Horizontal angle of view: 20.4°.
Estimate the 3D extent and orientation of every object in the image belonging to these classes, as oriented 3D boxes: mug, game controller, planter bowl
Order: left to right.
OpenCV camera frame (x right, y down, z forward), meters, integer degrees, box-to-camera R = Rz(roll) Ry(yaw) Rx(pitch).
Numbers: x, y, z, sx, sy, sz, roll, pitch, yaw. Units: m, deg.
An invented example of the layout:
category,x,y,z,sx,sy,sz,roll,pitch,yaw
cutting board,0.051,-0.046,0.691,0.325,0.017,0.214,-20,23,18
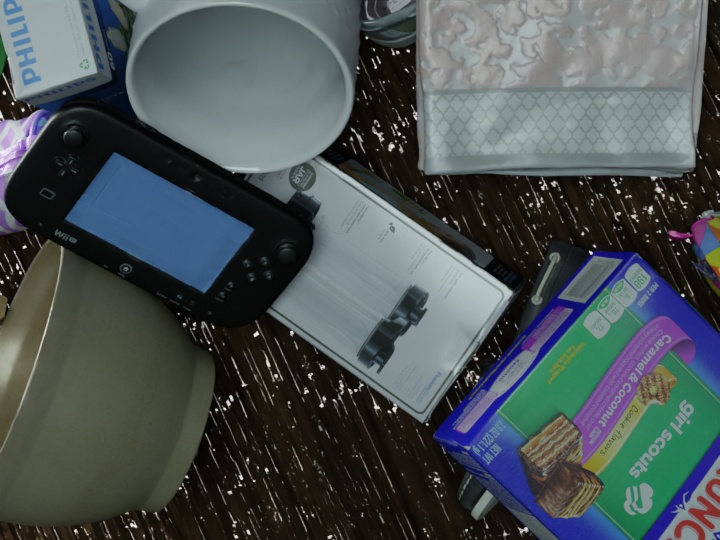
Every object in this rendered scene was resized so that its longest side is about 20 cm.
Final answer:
category,x,y,z,sx,sy,sz,roll,pitch,yaw
planter bowl,-0.182,0.090,1.383,0.135,0.200,0.200,20,94,-17
game controller,-0.132,-0.035,1.323,0.200,0.042,0.104,29,109,-22
mug,-0.093,-0.188,1.324,0.200,0.175,0.148,27,132,-22

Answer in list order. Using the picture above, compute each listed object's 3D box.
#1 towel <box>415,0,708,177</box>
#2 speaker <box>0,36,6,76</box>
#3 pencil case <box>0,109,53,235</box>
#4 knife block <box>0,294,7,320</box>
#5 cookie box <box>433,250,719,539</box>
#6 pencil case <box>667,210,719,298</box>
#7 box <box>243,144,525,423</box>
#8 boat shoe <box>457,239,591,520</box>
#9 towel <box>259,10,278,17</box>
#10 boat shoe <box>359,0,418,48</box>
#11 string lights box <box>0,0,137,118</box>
category,x,y,z,sx,sy,sz,roll,pitch,yaw
towel,0.136,-0.158,1.358,0.200,0.032,0.191,-1,98,-4
speaker,-0.359,-0.184,1.451,0.200,0.088,0.088,30,95,8
pencil case,-0.294,-0.058,1.429,0.200,0.085,0.084,-15,70,18
knife block,-0.369,-0.004,1.400,0.064,0.200,0.176,-38,79,38
cookie box,0.180,0.115,1.303,0.200,0.075,0.171,43,82,-13
pencil case,0.312,-0.041,1.336,0.200,0.088,0.088,-31,85,7
box,0.000,0.000,1.390,0.200,0.060,0.117,34,104,6
boat shoe,0.111,0.074,1.376,0.060,0.074,0.200,29,92,9
towel,-0.127,-0.142,1.443,0.200,0.022,0.145,-16,86,8
boat shoe,0.075,-0.233,1.384,0.202,0.065,0.074,-39,84,8
string lights box,-0.186,-0.157,1.341,0.059,0.200,0.103,-16,85,8
